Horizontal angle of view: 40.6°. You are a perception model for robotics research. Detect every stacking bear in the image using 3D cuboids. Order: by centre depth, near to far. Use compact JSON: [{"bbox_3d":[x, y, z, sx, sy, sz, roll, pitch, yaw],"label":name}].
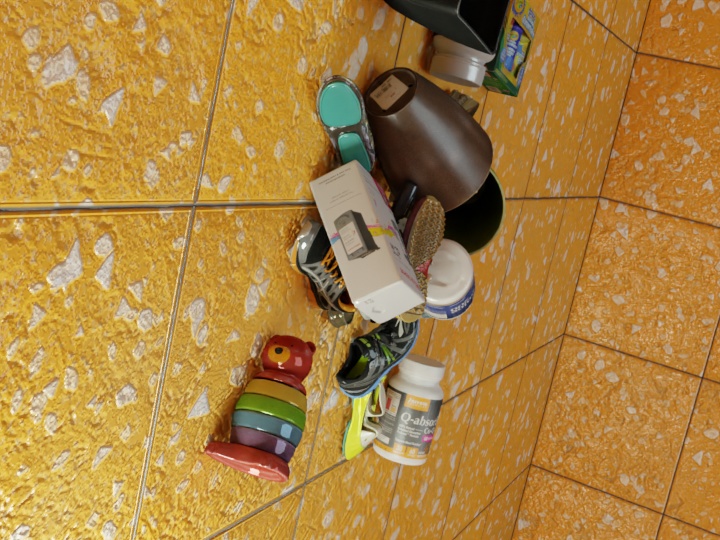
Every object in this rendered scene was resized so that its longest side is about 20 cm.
[{"bbox_3d":[-0.124,0.188,1.392,0.114,0.120,0.203,55,48,-59],"label":"stacking bear"}]

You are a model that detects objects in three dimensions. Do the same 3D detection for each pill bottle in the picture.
[{"bbox_3d":[0.189,-0.426,1.675,0.114,0.113,0.203,5,101,-67],"label":"pill bottle"},{"bbox_3d":[0.145,0.023,1.694,0.200,0.110,0.112,60,50,-74],"label":"pill bottle"},{"bbox_3d":[0.101,0.276,1.945,0.116,0.115,0.203,-1,106,-66],"label":"pill bottle"}]

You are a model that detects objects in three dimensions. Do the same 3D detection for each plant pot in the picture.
[{"bbox_3d":[0.118,-0.452,1.414,0.200,0.175,0.203,12,94,-68],"label":"plant pot"},{"bbox_3d":[0.089,-0.221,1.541,0.200,0.185,0.189,46,62,-48],"label":"plant pot"},{"bbox_3d":[0.182,-0.142,1.804,0.200,0.184,0.190,-55,156,-70],"label":"plant pot"}]

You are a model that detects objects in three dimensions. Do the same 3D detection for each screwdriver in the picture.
[{"bbox_3d":[0.040,-0.049,1.531,0.202,0.028,0.029,-64,178,11],"label":"screwdriver"}]

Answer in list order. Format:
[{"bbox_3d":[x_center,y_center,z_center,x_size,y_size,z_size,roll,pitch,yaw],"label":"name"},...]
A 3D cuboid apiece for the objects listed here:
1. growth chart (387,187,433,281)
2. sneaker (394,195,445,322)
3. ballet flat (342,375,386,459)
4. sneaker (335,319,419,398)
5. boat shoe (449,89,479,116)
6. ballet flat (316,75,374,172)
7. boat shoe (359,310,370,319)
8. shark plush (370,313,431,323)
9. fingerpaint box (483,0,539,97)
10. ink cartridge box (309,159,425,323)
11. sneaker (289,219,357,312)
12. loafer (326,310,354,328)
[{"bbox_3d":[0.084,-0.080,1.627,0.018,0.143,0.203,28,71,-47],"label":"growth chart"},{"bbox_3d":[0.069,-0.024,1.543,0.074,0.090,0.203,11,95,-43],"label":"sneaker"},{"bbox_3d":[0.012,0.269,1.799,0.067,0.066,0.203,-28,130,-60],"label":"ballet flat"},{"bbox_3d":[0.031,0.136,1.711,0.200,0.071,0.083,-50,142,-4],"label":"sneaker"},{"bbox_3d":[0.145,-0.277,1.761,0.200,0.063,0.074,-34,162,-53],"label":"boat shoe"},{"bbox_3d":[-0.022,-0.223,1.411,0.073,0.071,0.201,-60,154,-27],"label":"ballet flat"},{"bbox_3d":[0.036,0.031,1.704,0.071,0.064,0.200,-43,174,23],"label":"boat shoe"},{"bbox_3d":[0.056,0.057,1.810,0.198,0.090,0.085,-10,96,-42],"label":"shark plush"},{"bbox_3d":[0.281,-0.452,1.919,0.200,0.072,0.169,13,93,-67],"label":"fingerpaint box"},{"bbox_3d":[0.012,-0.041,1.437,0.202,0.085,0.148,69,11,19],"label":"ink cartridge box"},{"bbox_3d":[-0.048,-0.005,1.466,0.079,0.076,0.201,-60,152,-24],"label":"sneaker"},{"bbox_3d":[0.000,0.000,1.589,0.076,0.067,0.203,19,88,-67],"label":"loafer"}]
